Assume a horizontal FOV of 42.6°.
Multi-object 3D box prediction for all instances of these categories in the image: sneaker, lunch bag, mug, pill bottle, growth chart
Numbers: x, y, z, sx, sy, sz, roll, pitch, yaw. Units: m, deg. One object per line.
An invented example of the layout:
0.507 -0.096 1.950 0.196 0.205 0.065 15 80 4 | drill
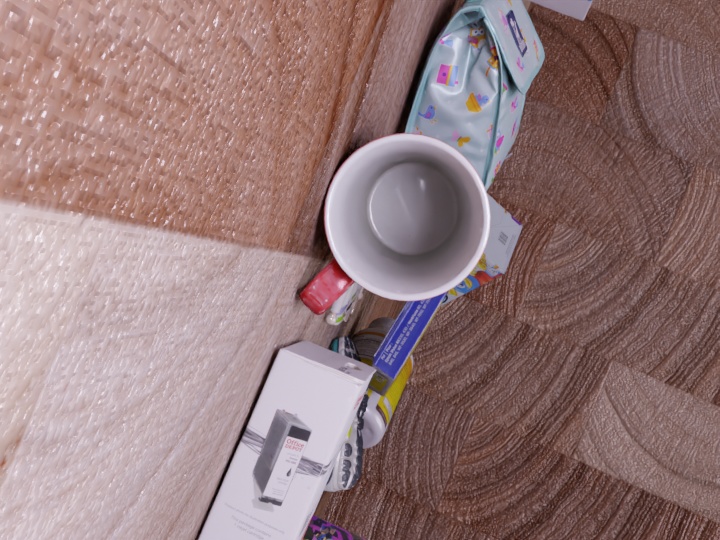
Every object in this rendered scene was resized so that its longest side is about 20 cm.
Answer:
-0.039 0.181 1.194 0.078 0.079 0.202 44 49 -61 | sneaker
0.126 -0.207 0.995 0.171 0.121 0.201 -54 157 -56 | lunch bag
0.024 -0.048 0.835 0.200 0.176 0.135 -54 130 -82 | mug
0.014 0.165 1.408 0.200 0.109 0.110 -60 171 -45 | pill bottle
0.000 0.000 1.119 0.200 0.018 0.146 -42 155 -76 | growth chart

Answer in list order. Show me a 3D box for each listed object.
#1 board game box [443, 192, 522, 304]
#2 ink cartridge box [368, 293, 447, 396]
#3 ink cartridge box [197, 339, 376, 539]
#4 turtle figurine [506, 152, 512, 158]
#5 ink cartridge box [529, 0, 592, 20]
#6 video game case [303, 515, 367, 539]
0.136 -0.028 1.431 0.200 0.103 0.105 -32 -156 49 | board game box
0.074 0.060 1.215 0.198 0.047 0.200 -57 177 -15 | ink cartridge box
-0.066 0.173 0.867 0.147 0.082 0.201 17 97 -84 | ink cartridge box
0.187 -0.208 1.609 0.200 0.100 0.150 -48 152 -21 | turtle figurine
0.313 -0.512 1.366 0.147 0.145 0.201 76 37 -81 | ink cartridge box
-0.064 0.331 0.922 0.182 0.199 0.036 -59 169 -47 | video game case
